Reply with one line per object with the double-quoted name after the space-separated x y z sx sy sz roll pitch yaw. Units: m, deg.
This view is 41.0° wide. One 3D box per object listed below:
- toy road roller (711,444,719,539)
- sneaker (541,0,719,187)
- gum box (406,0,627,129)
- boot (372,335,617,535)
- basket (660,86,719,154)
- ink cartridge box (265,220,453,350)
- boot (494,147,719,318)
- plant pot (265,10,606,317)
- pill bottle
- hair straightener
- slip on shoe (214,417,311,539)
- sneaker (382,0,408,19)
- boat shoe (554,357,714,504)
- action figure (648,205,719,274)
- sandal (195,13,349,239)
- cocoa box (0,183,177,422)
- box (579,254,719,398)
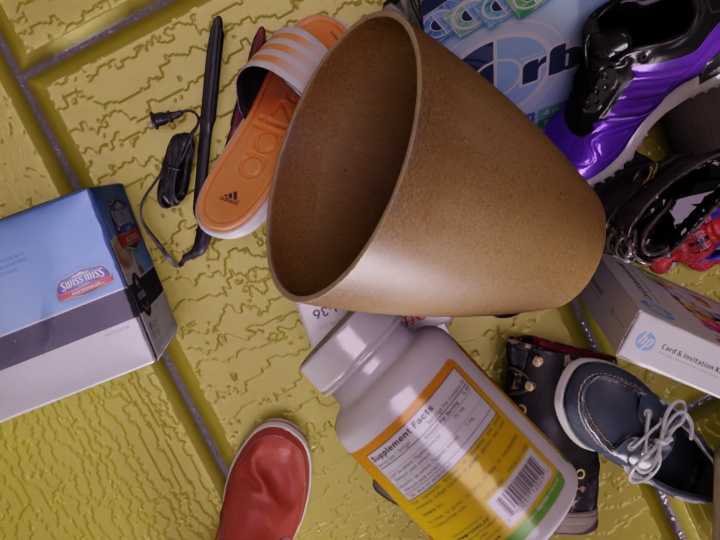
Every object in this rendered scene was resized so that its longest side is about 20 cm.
0.385 0.178 0.754 0.197 0.145 0.126 -6 98 -33 "toy road roller"
0.177 -0.138 0.674 0.098 0.071 0.200 21 132 -36 "sneaker"
0.121 -0.165 0.699 0.167 0.201 0.045 -19 60 -3 "gum box"
0.115 0.130 0.787 0.196 0.073 0.154 10 97 -9 "boot"
0.281 -0.189 0.736 0.179 0.136 0.202 -31 93 16 "basket"
0.000 0.000 0.767 0.115 0.068 0.203 -21 97 -1 "ink cartridge box"
0.177 -0.029 0.722 0.200 0.174 0.069 -45 101 2 "boot"
0.064 -0.047 0.649 0.197 0.186 0.190 17 96 -28 "plant pot"
0.052 0.113 0.693 0.111 0.111 0.200 -44 91 2 "pill bottle"
-0.133 -0.102 0.766 0.075 0.041 0.204 14 100 -5 "hair straightener"
-0.090 0.221 0.790 0.073 0.061 0.203 21 93 -4 "slip on shoe"
0.116 -0.212 0.733 0.197 0.075 0.082 -20 108 27 "sneaker"
0.227 0.134 0.763 0.200 0.061 0.075 41 78 -33 "boat shoe"
0.323 -0.053 0.773 0.198 0.099 0.066 -33 97 3 "action figure"
-0.061 -0.120 0.711 0.078 0.060 0.209 17 66 19 "sandal"
-0.256 0.030 0.719 0.197 0.133 0.134 -21 97 -1 "cocoa box"
0.274 0.057 0.748 0.197 0.156 0.042 22 107 -6 "box"
